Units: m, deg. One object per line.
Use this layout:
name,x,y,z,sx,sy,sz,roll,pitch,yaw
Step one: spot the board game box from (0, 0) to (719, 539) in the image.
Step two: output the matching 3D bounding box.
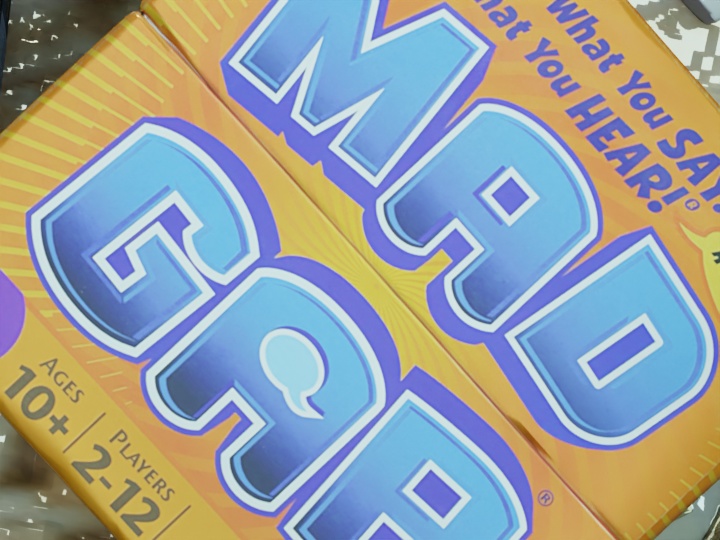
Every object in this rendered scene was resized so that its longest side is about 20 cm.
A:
board game box,0.000,0.000,0.719,0.200,0.200,0.200,-42,95,-2

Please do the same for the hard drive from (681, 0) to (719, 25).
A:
hard drive,0.148,-0.202,0.810,0.200,0.027,0.132,-44,95,-2

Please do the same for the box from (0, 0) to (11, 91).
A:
box,-0.185,-0.137,0.746,0.157,0.048,0.202,5,74,-3

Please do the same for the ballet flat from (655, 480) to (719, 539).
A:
ballet flat,0.085,0.106,0.792,0.065,0.070,0.201,37,87,-38
